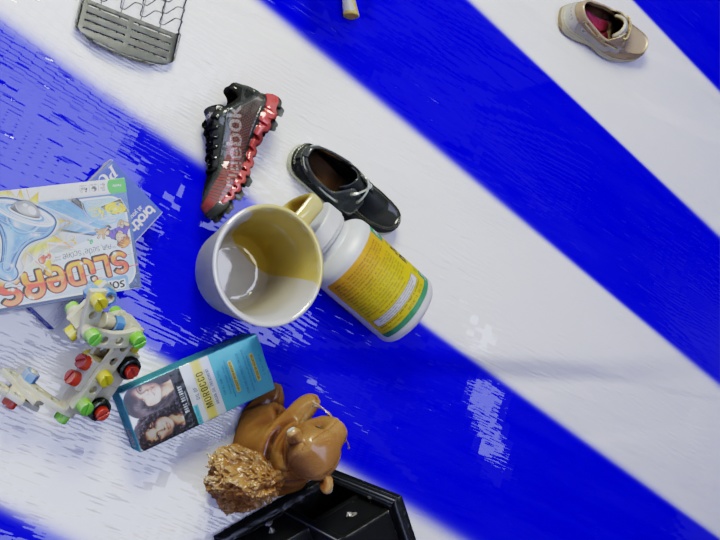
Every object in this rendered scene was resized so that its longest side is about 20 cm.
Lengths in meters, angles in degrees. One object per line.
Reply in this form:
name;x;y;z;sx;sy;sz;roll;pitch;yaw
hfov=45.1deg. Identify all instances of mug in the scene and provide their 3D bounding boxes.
mug;-0.131;-0.006;1.138;0.184;0.152;0.152;-17;94;-29

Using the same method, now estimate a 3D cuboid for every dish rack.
dish rack;-0.287;-0.379;1.133;0.151;0.054;0.204;15;80;-26

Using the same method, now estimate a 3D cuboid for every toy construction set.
toy construction set;-0.334;0.109;1.027;0.199;0.093;0.131;-42;144;9

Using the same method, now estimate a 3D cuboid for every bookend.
bookend;-0.059;0.360;1.127;0.198;0.198;0.094;-24;100;-27

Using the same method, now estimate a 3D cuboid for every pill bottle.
pill bottle;0.000;0.000;1.232;0.199;0.112;0.114;40;69;-20

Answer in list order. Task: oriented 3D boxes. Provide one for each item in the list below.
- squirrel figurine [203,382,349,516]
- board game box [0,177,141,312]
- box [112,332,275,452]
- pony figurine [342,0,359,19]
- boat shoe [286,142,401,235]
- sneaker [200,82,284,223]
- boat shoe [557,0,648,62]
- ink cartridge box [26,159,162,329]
squirrel figurine;-0.103;0.248;1.116;0.198;0.186;0.143;-32;102;-26
board game box;-0.368;-0.030;1.024;0.197;0.034;0.138;-11;94;-30
box;-0.217;0.156;1.138;0.198;0.049;0.084;-23;98;-28
pony figurine;-0.039;-0.488;1.239;0.192;0.164;0.204;7;78;-60
boat shoe;-0.015;-0.115;1.258;0.199;0.067;0.073;35;70;-24
sneaker;-0.181;-0.166;1.168;0.097;0.070;0.203;29;72;-24
boat shoe;0.441;-0.421;1.524;0.197;0.069;0.075;10;82;-28
ink cartridge box;-0.350;-0.033;1.081;0.094;0.044;0.201;47;67;-20
